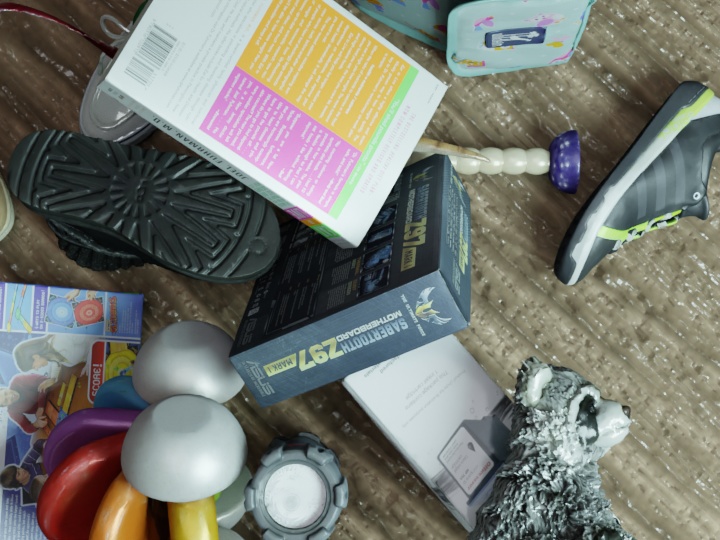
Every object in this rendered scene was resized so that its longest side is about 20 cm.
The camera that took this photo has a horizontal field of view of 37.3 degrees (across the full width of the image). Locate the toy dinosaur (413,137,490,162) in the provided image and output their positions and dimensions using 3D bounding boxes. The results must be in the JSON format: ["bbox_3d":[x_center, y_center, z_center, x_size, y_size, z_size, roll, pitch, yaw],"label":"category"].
[{"bbox_3d":[-0.008,-0.117,0.813,0.106,0.061,0.200,-37,49,-11],"label":"toy dinosaur"}]

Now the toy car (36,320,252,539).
[{"bbox_3d":[-0.153,0.145,0.762,0.149,0.200,0.176,-3,122,-5],"label":"toy car"}]

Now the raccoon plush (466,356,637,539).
[{"bbox_3d":[0.082,0.141,0.670,0.199,0.097,0.135,-22,75,-2],"label":"raccoon plush"}]

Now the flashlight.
[{"bbox_3d":[-0.039,0.151,0.763,0.067,0.200,0.068,-6,83,1],"label":"flashlight"}]

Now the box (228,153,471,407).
[{"bbox_3d":[0.000,0.000,0.766,0.157,0.200,0.051,-24,114,17],"label":"box"}]

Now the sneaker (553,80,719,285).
[{"bbox_3d":[0.234,-0.059,0.837,0.083,0.072,0.200,38,87,5],"label":"sneaker"}]

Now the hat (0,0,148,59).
[{"bbox_3d":[-0.163,-0.167,0.789,0.175,0.200,0.167,8,60,-11],"label":"hat"}]

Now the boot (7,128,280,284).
[{"bbox_3d":[-0.153,-0.032,0.813,0.210,0.158,0.080,22,74,8],"label":"boot"}]

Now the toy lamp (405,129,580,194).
[{"bbox_3d":[0.073,-0.090,0.858,0.198,0.058,0.059,0,84,1],"label":"toy lamp"}]

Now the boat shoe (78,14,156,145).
[{"bbox_3d":[-0.165,-0.188,0.866,0.074,0.086,0.202,38,87,7],"label":"boat shoe"}]

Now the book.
[{"bbox_3d":[-0.055,-0.122,0.713,0.199,0.048,0.134,34,75,-21],"label":"book"}]

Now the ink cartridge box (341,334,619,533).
[{"bbox_3d":[0.081,0.132,0.786,0.086,0.146,0.200,-43,84,-4],"label":"ink cartridge box"}]

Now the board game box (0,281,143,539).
[{"bbox_3d":[-0.241,0.113,0.826,0.135,0.034,0.202,7,81,-33],"label":"board game box"}]

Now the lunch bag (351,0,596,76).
[{"bbox_3d":[0.085,-0.231,0.813,0.199,0.170,0.122,32,85,9],"label":"lunch bag"}]

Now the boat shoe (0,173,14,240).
[{"bbox_3d":[-0.363,-0.104,0.876,0.074,0.069,0.200,-39,83,-2],"label":"boat shoe"}]
